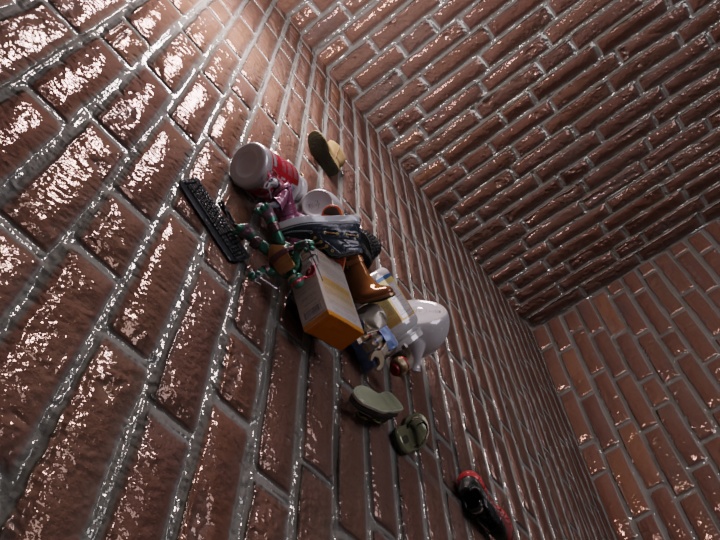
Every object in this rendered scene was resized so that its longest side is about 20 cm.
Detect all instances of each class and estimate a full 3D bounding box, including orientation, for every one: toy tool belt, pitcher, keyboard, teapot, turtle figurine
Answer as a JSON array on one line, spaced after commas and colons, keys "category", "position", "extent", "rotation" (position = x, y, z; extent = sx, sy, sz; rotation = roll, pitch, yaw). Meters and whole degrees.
[{"category": "toy tool belt", "position": [0.022, 0.184, 1.608], "extent": [0.122, 0.125, 0.201], "rotation": [-25, 77, -41]}, {"category": "pitcher", "position": [-0.090, -0.099, 1.732], "extent": [0.200, 0.120, 0.173], "rotation": [78, -4, -63]}, {"category": "keyboard", "position": [-0.290, -0.107, 1.404], "extent": [0.201, 0.021, 0.127], "rotation": [57, 17, -1]}, {"category": "teapot", "position": [0.158, 0.177, 1.896], "extent": [0.199, 0.197, 0.148], "rotation": [-18, 115, -36]}, {"category": "turtle figurine", "position": [-0.166, -0.028, 1.371], "extent": [0.201, 0.149, 0.101], "rotation": [53, -4, 10]}]

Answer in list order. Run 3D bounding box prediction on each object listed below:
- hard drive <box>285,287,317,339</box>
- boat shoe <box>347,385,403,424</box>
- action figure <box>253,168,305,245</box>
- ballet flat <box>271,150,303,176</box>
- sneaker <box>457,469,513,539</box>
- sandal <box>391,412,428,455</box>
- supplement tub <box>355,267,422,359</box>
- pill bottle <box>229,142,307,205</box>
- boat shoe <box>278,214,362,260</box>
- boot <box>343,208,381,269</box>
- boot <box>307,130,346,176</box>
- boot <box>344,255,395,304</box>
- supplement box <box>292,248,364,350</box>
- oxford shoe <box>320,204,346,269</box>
[{"category": "hard drive", "position": [-0.108, 0.070, 1.538], "extent": [0.135, 0.042, 0.200], "rotation": [52, 18, -13]}, {"category": "boat shoe", "position": [0.026, 0.297, 1.462], "extent": [0.072, 0.061, 0.201], "rotation": [52, 13, 30]}, {"category": "action figure", "position": [-0.168, -0.138, 1.559], "extent": [0.134, 0.147, 0.202], "rotation": [-126, -156, -67]}, {"category": "ballet flat", "position": [-0.226, -0.287, 1.823], "extent": [0.200, 0.063, 0.069], "rotation": [33, 28, -51]}, {"category": "sneaker", "position": [0.304, 0.594, 1.667], "extent": [0.201, 0.071, 0.098], "rotation": [55, 17, 4]}, {"category": "sandal", "position": [0.132, 0.384, 1.599], "extent": [0.080, 0.057, 0.201], "rotation": [59, 17, 8]}, {"category": "supplement tub", "position": [0.057, 0.111, 1.740], "extent": [0.201, 0.144, 0.145], "rotation": [58, 17, 4]}, {"category": "pill bottle", "position": [-0.217, -0.226, 1.655], "extent": [0.200, 0.112, 0.113], "rotation": [24, 36, -59]}, {"category": "boat shoe", "position": [-0.089, -0.071, 1.503], "extent": [0.071, 0.198, 0.092], "rotation": [143, -59, -70]}, {"category": "boot", "position": [-0.017, -0.108, 2.034], "extent": [0.213, 0.079, 0.158], "rotation": [63, 22, -14]}, {"category": "boot", "position": [-0.117, -0.424, 2.370], "extent": [0.200, 0.066, 0.176], "rotation": [-76, 142, -66]}, {"category": "boot", "position": [0.000, 0.000, 1.627], "extent": [0.076, 0.199, 0.157], "rotation": [-4, 91, -40]}, {"category": "supplement box", "position": [-0.079, 0.056, 1.446], "extent": [0.126, 0.073, 0.201], "rotation": [34, 27, -45]}, {"category": "oxford shoe", "position": [-0.058, -0.048, 1.591], "extent": [0.073, 0.070, 0.202], "rotation": [31, 64, -73]}]
